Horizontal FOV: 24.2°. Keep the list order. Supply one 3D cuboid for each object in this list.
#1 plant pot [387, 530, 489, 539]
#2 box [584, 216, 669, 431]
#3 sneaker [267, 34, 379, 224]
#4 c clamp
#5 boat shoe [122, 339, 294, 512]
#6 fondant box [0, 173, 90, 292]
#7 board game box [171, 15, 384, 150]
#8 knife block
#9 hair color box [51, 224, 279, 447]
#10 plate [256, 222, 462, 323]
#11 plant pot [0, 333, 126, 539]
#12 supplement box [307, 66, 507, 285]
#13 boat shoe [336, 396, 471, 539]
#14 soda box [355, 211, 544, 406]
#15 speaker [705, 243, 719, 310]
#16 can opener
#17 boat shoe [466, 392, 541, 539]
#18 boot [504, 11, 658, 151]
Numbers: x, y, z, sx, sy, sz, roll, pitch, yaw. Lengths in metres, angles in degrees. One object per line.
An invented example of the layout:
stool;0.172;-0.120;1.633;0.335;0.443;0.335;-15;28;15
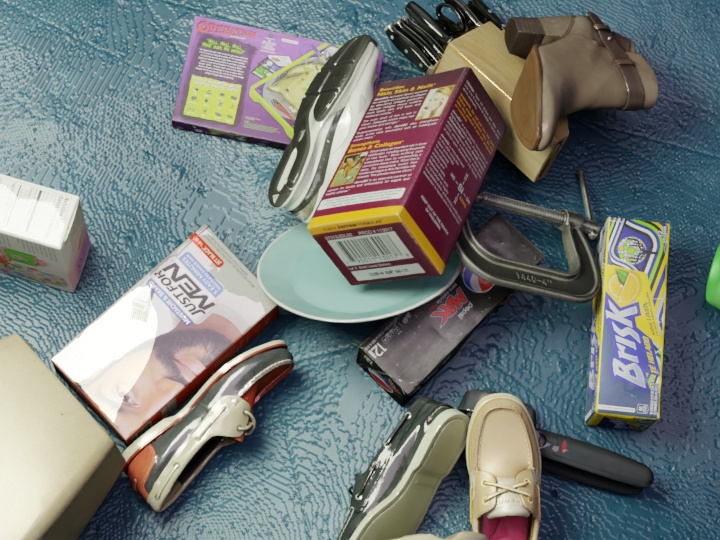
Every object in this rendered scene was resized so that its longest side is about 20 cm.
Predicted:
plant pot;0.063;0.334;1.500;0.200;0.200;0.184;-5;73;-6
box;0.263;0.054;1.660;0.064;0.070;0.200;6;74;0
sneaker;-0.005;-0.128;1.677;0.115;0.076;0.201;30;76;-25
c clamp;0.161;-0.041;1.641;0.200;0.027;0.171;8;52;-33
boat shoe;-0.137;0.146;1.601;0.200;0.071;0.063;-39;65;-7
fondant box;-0.365;-0.050;1.605;0.200;0.144;0.058;17;72;1
board game box;-0.084;-0.185;1.725;0.200;0.032;0.120;12;78;-2
knife block;0.113;-0.195;1.691;0.175;0.064;0.200;11;48;-12
hair color box;-0.187;0.064;1.628;0.200;0.064;0.111;-43;82;-13
plate;0.000;0.000;1.629;0.200;0.026;0.200;-4;34;3
plant pot;-0.324;0.173;1.513;0.177;0.200;0.200;-41;81;-13
supplement box;0.047;-0.090;1.587;0.110;0.086;0.200;-6;44;38
boat shoe;0.025;0.206;1.600;0.066;0.074;0.199;36;98;42
soda box;0.088;0.038;1.655;0.071;0.063;0.200;44;76;8
speaker;0.451;0.025;1.675;0.200;0.088;0.089;16;74;1
can opener;0.187;0.173;1.624;0.200;0.063;0.079;19;74;2
boat shoe;0.138;0.216;1.567;0.074;0.069;0.200;-5;101;-1
boot;0.219;-0.179;1.631;0.146;0.070;0.200;11;49;-17
